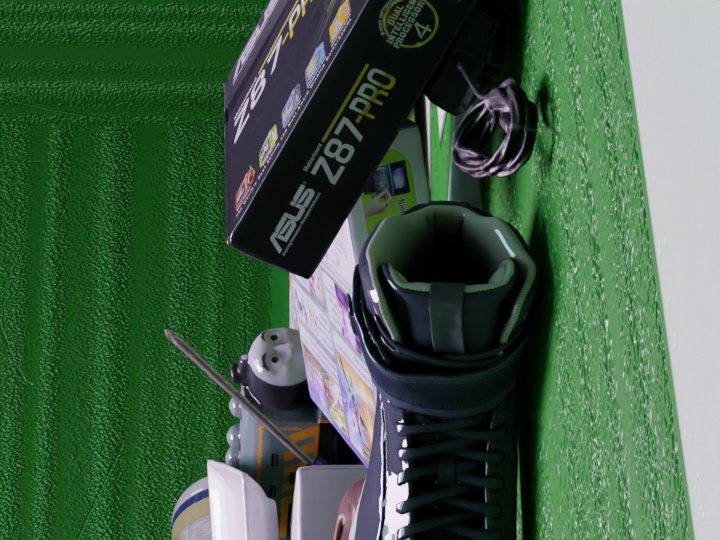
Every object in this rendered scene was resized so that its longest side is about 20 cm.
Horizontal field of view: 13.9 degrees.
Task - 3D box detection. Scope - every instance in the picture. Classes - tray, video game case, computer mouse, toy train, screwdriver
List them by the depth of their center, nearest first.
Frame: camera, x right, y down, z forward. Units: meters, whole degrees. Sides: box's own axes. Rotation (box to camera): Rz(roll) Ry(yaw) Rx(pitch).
[{"bbox_3d":[0.055,-0.081,1.247,0.059,0.034,0.200,-62,17,18],"label":"computer mouse"},{"bbox_3d":[0.000,0.000,1.483,0.200,0.045,0.182,-135,35,-71],"label":"video game case"},{"bbox_3d":[-0.064,0.163,1.668,0.200,0.022,0.108,167,100,-82],"label":"tray"},{"bbox_3d":[-0.037,0.098,1.692,0.200,0.029,0.028,48,168,-13],"label":"screwdriver"},{"bbox_3d":[-0.024,0.104,1.762,0.200,0.113,0.085,95,174,-52],"label":"toy train"}]

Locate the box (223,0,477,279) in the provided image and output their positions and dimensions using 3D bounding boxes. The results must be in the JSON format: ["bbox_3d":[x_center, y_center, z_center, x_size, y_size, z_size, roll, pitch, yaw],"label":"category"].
[{"bbox_3d":[0.002,-0.118,1.317,0.200,0.049,0.161,-59,16,26],"label":"box"}]

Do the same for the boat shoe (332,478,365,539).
[{"bbox_3d":[0.004,0.199,1.472,0.072,0.072,0.201,-11,72,51],"label":"boat shoe"}]

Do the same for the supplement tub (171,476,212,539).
[{"bbox_3d":[-0.106,0.304,2.763,0.145,0.144,0.201,95,174,-51],"label":"supplement tub"}]

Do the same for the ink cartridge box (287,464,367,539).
[{"bbox_3d":[0.000,0.208,1.610,0.200,0.083,0.146,100,170,-65],"label":"ink cartridge box"}]

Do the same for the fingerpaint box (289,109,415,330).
[{"bbox_3d":[-0.005,-0.033,1.794,0.200,0.073,0.167,95,175,-57],"label":"fingerpaint box"}]

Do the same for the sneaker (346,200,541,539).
[{"bbox_3d":[0.032,0.070,1.190,0.146,0.077,0.203,92,178,-65],"label":"sneaker"}]
